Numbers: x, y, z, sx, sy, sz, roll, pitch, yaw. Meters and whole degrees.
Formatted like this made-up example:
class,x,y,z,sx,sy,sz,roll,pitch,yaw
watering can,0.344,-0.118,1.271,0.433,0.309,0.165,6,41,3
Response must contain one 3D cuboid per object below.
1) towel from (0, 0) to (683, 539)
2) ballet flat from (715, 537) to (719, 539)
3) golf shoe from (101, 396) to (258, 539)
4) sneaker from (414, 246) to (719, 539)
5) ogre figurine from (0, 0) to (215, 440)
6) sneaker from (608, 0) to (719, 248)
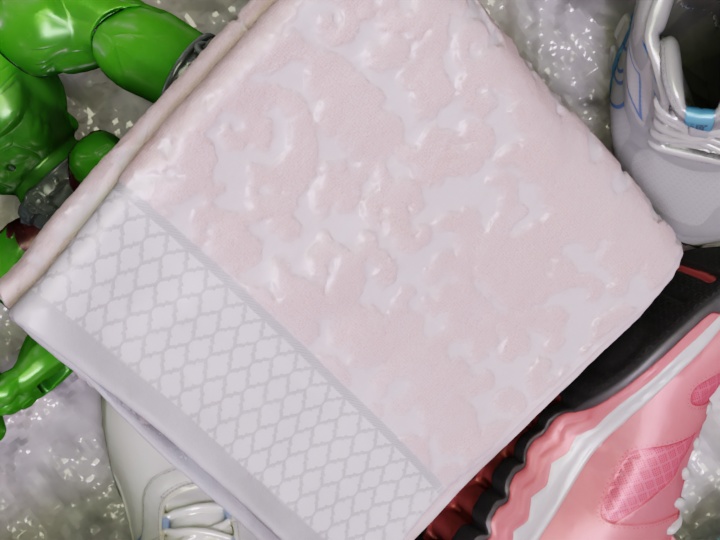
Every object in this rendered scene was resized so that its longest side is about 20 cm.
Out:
class,x,y,z,sx,sy,sz,roll,pitch,yaw
towel,0.000,0.000,0.794,0.191,0.032,0.200,-47,124,-4
ballet flat,0.178,0.115,0.865,0.200,0.071,0.065,-41,53,1
golf shoe,-0.050,0.109,0.848,0.078,0.097,0.201,-15,92,0
sneaker,0.095,0.077,0.876,0.087,0.074,0.200,42,90,-24
ogre figurine,-0.122,-0.032,0.835,0.120,0.098,0.200,49,132,8
sneaker,0.120,-0.070,0.805,0.075,0.200,0.087,9,49,11
